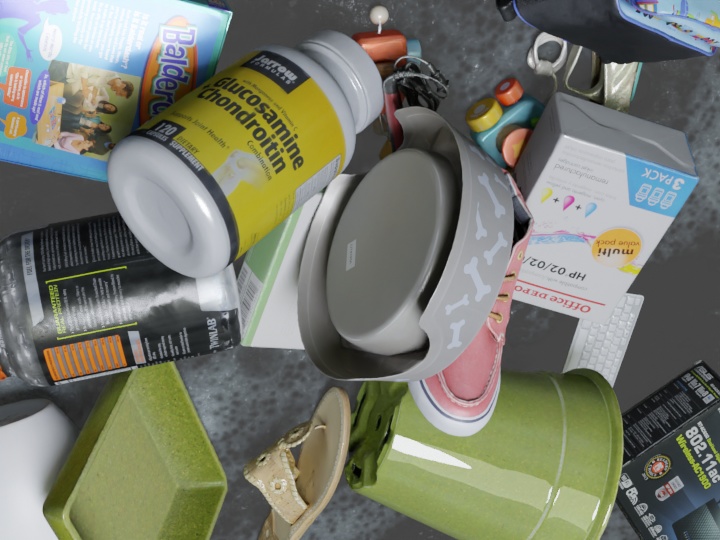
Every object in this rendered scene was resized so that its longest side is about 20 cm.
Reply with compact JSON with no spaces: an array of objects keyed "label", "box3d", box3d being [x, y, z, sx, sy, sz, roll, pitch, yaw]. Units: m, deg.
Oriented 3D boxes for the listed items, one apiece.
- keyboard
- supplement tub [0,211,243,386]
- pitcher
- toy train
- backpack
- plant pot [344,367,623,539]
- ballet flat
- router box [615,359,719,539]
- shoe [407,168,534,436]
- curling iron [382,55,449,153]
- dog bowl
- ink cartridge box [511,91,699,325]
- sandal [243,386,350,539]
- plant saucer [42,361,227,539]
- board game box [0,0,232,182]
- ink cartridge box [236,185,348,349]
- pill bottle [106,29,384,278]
[{"label":"keyboard","box3d":[0.217,0.109,1.092,0.056,0.011,0.201,5,115,-18]},{"label":"supplement tub","box3d":[-0.197,0.019,0.867,0.199,0.123,0.123,-10,119,-9]},{"label":"pitcher","box3d":[-0.261,0.207,0.955,0.121,0.172,0.201,-10,101,18]},{"label":"toy train","box3d":[0.077,-0.132,0.904,0.199,0.056,0.151,-3,117,-13]},{"label":"backpack","box3d":[0.196,-0.258,0.792,0.182,0.134,0.201,7,88,-49]},{"label":"plant pot","box3d":[0.094,0.155,0.983,0.190,0.200,0.200,19,110,-17]},{"label":"ballet flat","box3d":[0.195,-0.135,0.936,0.062,0.067,0.201,3,106,-5]},{"label":"router box","box3d":[0.330,0.207,1.138,0.150,0.062,0.200,-36,122,1]},{"label":"shoe","box3d":[0.080,0.015,0.823,0.071,0.200,0.091,13,140,-8]},{"label":"curling iron","box3d":[0.046,-0.074,0.885,0.049,0.026,0.200,-1,127,5]},{"label":"dog bowl","box3d":[0.031,-0.013,0.802,0.059,0.200,0.200,20,110,-29]},{"label":"ink cartridge box","box3d":[0.168,-0.031,0.908,0.115,0.068,0.200,16,129,-10]},{"label":"sandal","box3d":[-0.075,0.196,1.019,0.069,0.078,0.212,8,119,-25]},{"label":"plant saucer","box3d":[-0.186,0.186,0.925,0.048,0.200,0.200,-4,128,18]},{"label":"board game box","box3d":[-0.210,-0.147,0.824,0.199,0.045,0.152,12,112,-21]},{"label":"ink cartridge box","box3d":[0.000,0.000,0.957,0.200,0.048,0.146,6,116,-35]},{"label":"pill bottle","box3d":[-0.075,-0.092,0.812,0.200,0.112,0.112,-43,127,-33]}]
